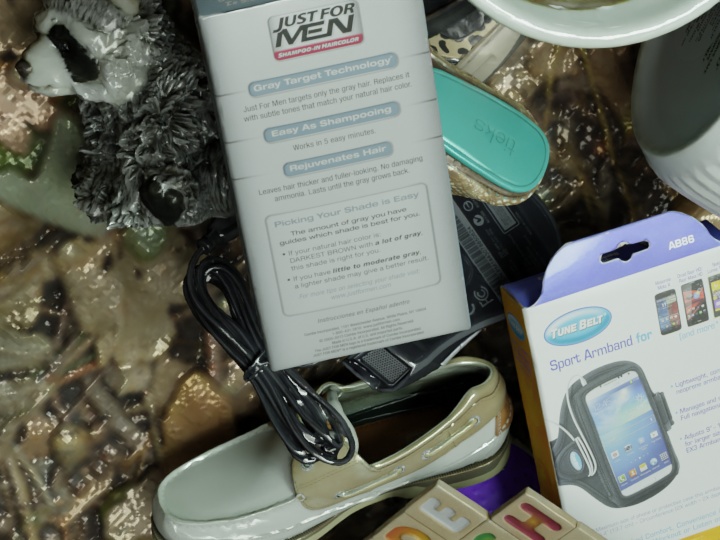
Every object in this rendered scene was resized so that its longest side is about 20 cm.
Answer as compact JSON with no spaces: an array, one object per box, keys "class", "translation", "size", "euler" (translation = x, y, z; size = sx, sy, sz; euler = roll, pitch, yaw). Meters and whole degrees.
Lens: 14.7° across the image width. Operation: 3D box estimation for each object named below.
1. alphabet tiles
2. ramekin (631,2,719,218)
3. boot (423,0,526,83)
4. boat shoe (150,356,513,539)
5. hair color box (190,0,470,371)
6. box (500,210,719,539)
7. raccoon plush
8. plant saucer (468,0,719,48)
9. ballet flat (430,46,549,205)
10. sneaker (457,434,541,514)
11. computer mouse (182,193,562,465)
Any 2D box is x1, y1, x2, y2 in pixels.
[{"class":"alphabet tiles","translation":[0.072,0.185,1.489],"size":[0.167,0.008,0.200],"euler":[35,137,-12]},{"class":"ramekin","translation":[0.219,-0.110,1.390],"size":[0.105,0.200,0.200],"euler":[21,106,-18]},{"class":"boot","translation":[0.045,-0.193,1.356],"size":[0.150,0.073,0.200],"euler":[30,107,-29]},{"class":"boat shoe","translation":[-0.017,0.092,1.456],"size":[0.200,0.075,0.068],"euler":[-19,142,-14]},{"class":"hair color box","translation":[-0.014,-0.056,1.280],"size":[0.099,0.061,0.200],"euler":[-12,127,-3]},{"class":"box","translation":[0.145,0.064,1.452],"size":[0.119,0.041,0.200],"euler":[-17,113,-12]},{"class":"raccoon plush","translation":[-0.079,-0.102,1.367],"size":[0.200,0.097,0.134],"euler":[-20,109,-44]},{"class":"plant saucer","translation":[0.108,-0.207,1.307],"size":[0.200,0.050,0.200],"euler":[-5,105,-17]},{"class":"ballet flat","translation":[0.003,-0.091,1.343],"size":[0.200,0.065,0.071],"euler":[38,68,-25]},{"class":"sneaker","translation":[0.106,0.169,1.532],"size":[0.070,0.100,0.200],"euler":[-39,122,-1]},{"class":"computer mouse","translation":[0.000,0.000,1.439],"size":[0.200,0.046,0.140],"euler":[-39,89,-25]}]
